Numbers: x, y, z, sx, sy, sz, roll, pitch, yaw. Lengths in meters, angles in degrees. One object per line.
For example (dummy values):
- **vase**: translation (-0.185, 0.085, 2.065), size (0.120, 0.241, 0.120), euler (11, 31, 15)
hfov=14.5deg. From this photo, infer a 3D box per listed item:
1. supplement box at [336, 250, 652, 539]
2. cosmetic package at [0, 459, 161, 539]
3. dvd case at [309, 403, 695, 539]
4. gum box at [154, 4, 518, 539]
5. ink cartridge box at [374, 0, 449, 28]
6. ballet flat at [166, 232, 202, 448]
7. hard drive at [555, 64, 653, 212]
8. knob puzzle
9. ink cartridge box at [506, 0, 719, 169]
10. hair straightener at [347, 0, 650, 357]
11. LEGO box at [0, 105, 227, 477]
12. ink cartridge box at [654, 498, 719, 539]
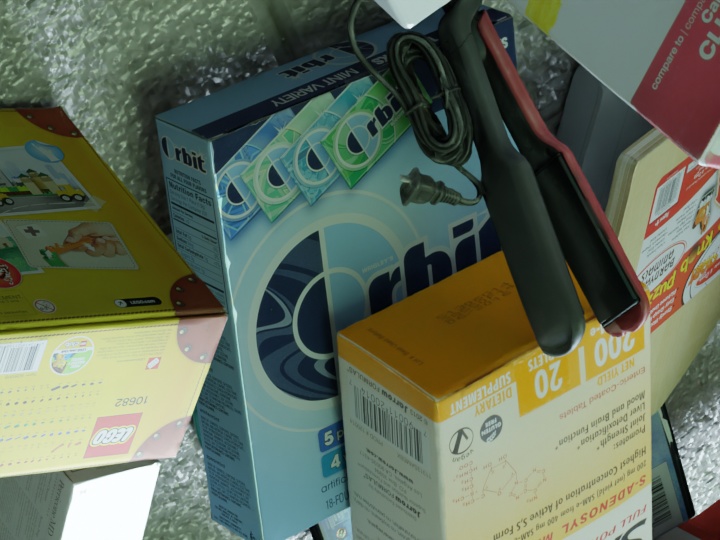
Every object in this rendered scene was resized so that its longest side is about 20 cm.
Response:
- **supplement box**: translation (0.064, 0.099, 1.270), size (0.126, 0.074, 0.200), euler (-27, 129, -29)
- **cosmetic package**: translation (-0.147, 0.143, 1.296), size (0.051, 0.083, 0.200), euler (-10, 132, -33)
- **dvd case**: translation (0.070, 0.110, 1.431), size (0.200, 0.018, 0.143), euler (-27, 118, -16)
- **gum box**: translation (0.000, 0.000, 1.255), size (0.170, 0.045, 0.200), euler (-24, 122, -31)
- **ink cartridge box**: translation (-0.019, -0.204, 1.027), size (0.084, 0.146, 0.200), euler (-38, 141, -6)
- **ballet flat**: translation (-0.049, 0.050, 1.310), size (0.069, 0.069, 0.200), euler (-33, 137, -10)
- **hard drive**: translation (0.179, -0.059, 1.424), size (0.200, 0.026, 0.132), euler (-11, 132, -32)
- **knob puzzle**: translation (0.149, -0.013, 1.367), size (0.220, 0.030, 0.220), euler (-45, 151, -33)
- **ink cartridge box**: translation (0.147, -0.120, 1.203), size (0.145, 0.200, 0.083), euler (7, 118, -43)
- **hair straightener**: translation (0.049, -0.055, 1.188), size (0.077, 0.200, 0.041), euler (-19, 173, -32)
- **LEGO box**: translation (-0.177, 0.008, 1.091), size (0.200, 0.149, 0.077), euler (-4, 128, -37)
- **ink cartridge box**: translation (0.161, 0.150, 1.505), size (0.200, 0.163, 0.057), euler (-40, 101, -7)
